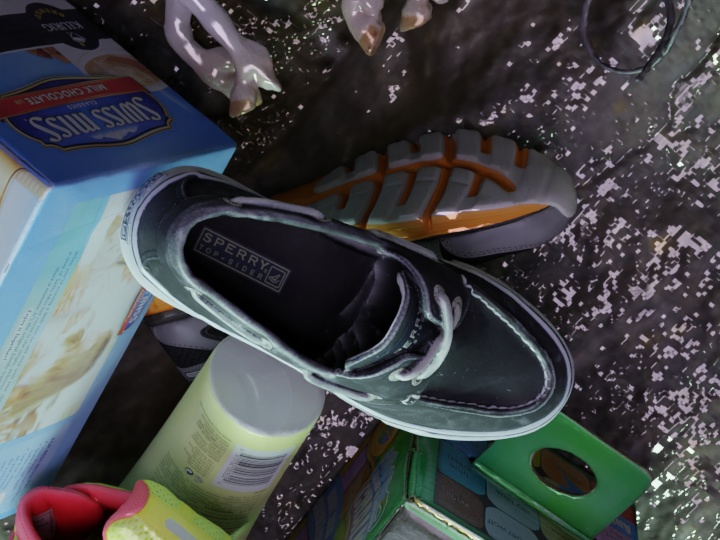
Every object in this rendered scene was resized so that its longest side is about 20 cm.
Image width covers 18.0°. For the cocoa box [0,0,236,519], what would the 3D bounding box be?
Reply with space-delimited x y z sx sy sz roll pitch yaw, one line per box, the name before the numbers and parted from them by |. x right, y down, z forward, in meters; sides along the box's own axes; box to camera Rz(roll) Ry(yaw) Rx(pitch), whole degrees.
cocoa box | -0.169 -0.002 0.910 0.131 0.133 0.200 39 116 17

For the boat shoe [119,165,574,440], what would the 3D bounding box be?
boat shoe | 0.006 0.017 0.862 0.200 0.068 0.072 28 88 -26

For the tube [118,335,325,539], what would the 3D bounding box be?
tube | -0.072 0.095 0.990 0.058 0.052 0.200 58 145 20

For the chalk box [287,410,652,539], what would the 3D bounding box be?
chalk box | 0.042 0.137 0.987 0.124 0.124 0.200 34 111 -10

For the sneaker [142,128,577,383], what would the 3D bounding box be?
sneaker | 0.000 0.000 0.958 0.199 0.078 0.077 -15 112 22

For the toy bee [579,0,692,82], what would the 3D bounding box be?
toy bee | 0.167 -0.147 0.847 0.131 0.109 0.200 35 97 18

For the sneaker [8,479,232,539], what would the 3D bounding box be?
sneaker | -0.122 0.127 0.968 0.200 0.078 0.090 -20 120 44

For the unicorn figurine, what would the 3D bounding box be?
unicorn figurine | -0.057 -0.134 0.908 0.200 0.074 0.138 -27 100 0
